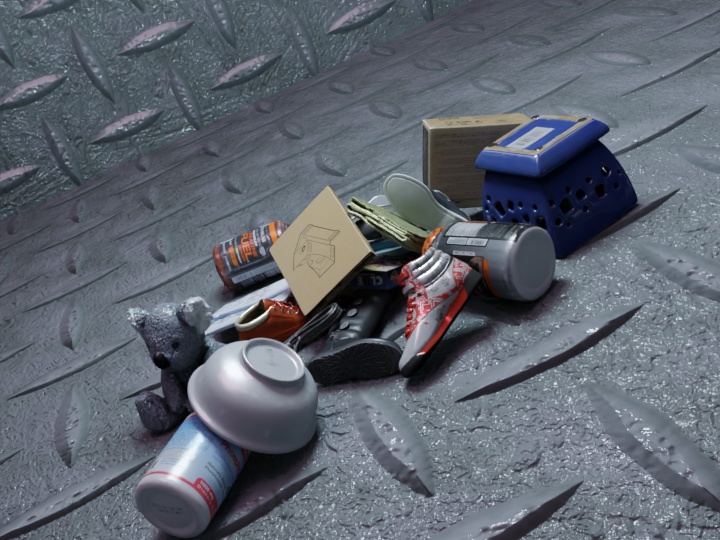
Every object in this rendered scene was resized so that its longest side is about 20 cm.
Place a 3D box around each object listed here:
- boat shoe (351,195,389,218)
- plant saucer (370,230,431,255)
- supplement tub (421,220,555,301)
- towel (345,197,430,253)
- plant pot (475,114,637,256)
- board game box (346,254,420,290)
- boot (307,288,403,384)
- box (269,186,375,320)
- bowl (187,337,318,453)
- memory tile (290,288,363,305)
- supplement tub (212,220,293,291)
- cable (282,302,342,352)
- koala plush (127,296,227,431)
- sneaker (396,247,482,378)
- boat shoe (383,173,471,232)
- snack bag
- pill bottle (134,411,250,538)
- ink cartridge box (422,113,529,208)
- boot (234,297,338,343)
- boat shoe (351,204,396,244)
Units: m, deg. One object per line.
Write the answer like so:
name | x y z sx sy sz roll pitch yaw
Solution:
boat shoe | -0.011 -0.075 1.799 0.200 0.071 0.064 -39 -5 -13
plant saucer | 0.074 -0.046 1.699 0.200 0.019 0.070 -13 18 19
supplement tub | 0.203 -0.018 1.413 0.200 0.123 0.122 6 37 48
towel | 0.067 -0.073 1.562 0.148 0.200 0.037 35 101 27
plant pot | 0.328 -0.159 1.520 0.200 0.180 0.200 -33 27 -21
board game box | 0.000 0.000 1.569 0.200 0.035 0.135 3 13 35
boot | 0.016 0.098 1.427 0.165 0.066 0.200 -10 23 24
box | -0.071 -0.032 1.523 0.163 0.021 0.200 -45 45 13
bowl | -0.139 0.162 1.257 0.201 0.201 0.090 -84 19 -63
memory tile | -0.043 0.038 1.645 0.200 0.017 0.153 -16 26 16
supplement tub | -0.200 -0.039 1.831 0.200 0.107 0.107 -22 24 5
cable | -0.108 0.133 1.452 0.200 0.050 0.097 -40 12 -16
koala plush | -0.295 0.135 1.450 0.177 0.200 0.184 -11 27 27
sneaker | 0.089 0.058 1.328 0.201 0.108 0.067 -53 -11 -15
boat shoe | 0.126 -0.114 1.616 0.076 0.200 0.060 -47 13 18
snack bag | -0.206 0.065 1.661 0.188 0.021 0.200 -22 10 14
pill bottle | -0.221 0.267 1.230 0.109 0.109 0.200 -10 28 28
ink cartridge box | 0.220 -0.207 1.661 0.200 0.165 0.075 -4 24 -7
boot | -0.127 0.081 1.522 0.200 0.107 0.075 -34 31 -24
boat shoe | 0.060 -0.098 1.722 0.200 0.072 0.068 -15 4 -6
